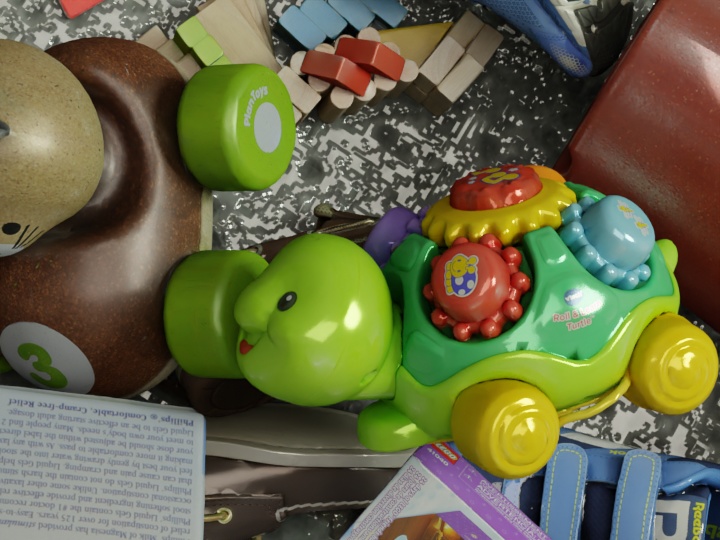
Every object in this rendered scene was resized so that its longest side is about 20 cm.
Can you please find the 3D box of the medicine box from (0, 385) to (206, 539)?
[{"bbox_3d":[-0.126,0.183,0.977,0.102,0.183,0.201,6,45,-9],"label":"medicine box"}]

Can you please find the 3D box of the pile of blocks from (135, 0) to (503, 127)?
[{"bbox_3d":[-0.029,-0.100,1.118,0.198,0.062,0.083,-13,87,-10],"label":"pile of blocks"}]

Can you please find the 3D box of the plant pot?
[{"bbox_3d":[0.200,-0.045,1.093,0.194,0.201,0.202,33,81,4],"label":"plant pot"}]

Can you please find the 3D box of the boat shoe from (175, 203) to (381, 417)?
[{"bbox_3d":[0.001,-0.004,1.110,0.201,0.075,0.075,-17,59,-22],"label":"boat shoe"}]

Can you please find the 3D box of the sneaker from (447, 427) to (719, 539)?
[{"bbox_3d":[0.118,0.112,1.111,0.198,0.082,0.075,7,86,-7],"label":"sneaker"}]

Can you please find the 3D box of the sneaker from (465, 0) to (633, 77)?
[{"bbox_3d":[0.042,-0.156,1.111,0.200,0.078,0.089,46,124,16],"label":"sneaker"}]

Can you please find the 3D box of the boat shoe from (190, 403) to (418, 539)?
[{"bbox_3d":[-0.073,0.096,1.091,0.198,0.072,0.060,1,102,-14],"label":"boat shoe"}]

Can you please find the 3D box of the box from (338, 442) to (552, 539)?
[{"bbox_3d":[0.018,0.189,1.056,0.137,0.039,0.200,42,111,4],"label":"box"}]

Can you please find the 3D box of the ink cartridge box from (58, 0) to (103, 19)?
[{"bbox_3d":[-0.096,-0.244,1.130,0.199,0.045,0.177,-31,89,-10],"label":"ink cartridge box"}]

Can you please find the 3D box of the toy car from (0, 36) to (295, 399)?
[{"bbox_3d":[-0.148,-0.031,0.996,0.163,0.200,0.159,0,83,31],"label":"toy car"}]

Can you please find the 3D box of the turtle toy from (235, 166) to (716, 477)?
[{"bbox_3d":[0.044,0.016,0.998,0.199,0.146,0.102,-19,109,-19],"label":"turtle toy"}]
